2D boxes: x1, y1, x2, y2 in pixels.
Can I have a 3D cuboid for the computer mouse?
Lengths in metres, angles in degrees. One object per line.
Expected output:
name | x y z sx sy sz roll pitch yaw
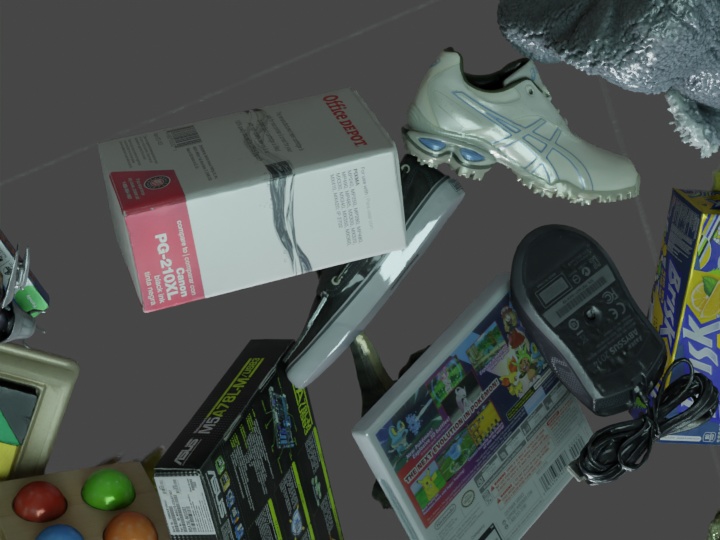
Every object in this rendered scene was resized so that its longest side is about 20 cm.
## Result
computer mouse | 0.180 0.059 1.647 0.138 0.053 0.201 -30 89 -19

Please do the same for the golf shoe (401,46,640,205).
golf shoe | 0.134 -0.110 1.593 0.199 0.078 0.098 13 101 -20

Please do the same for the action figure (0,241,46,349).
action figure | -0.315 0.012 1.463 0.199 0.069 0.131 18 93 -17

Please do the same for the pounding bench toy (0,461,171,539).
pounding bench toy | -0.178 0.233 1.598 0.199 0.124 0.157 -7 124 -24

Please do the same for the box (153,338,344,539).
box | -0.080 0.185 1.593 0.047 0.193 0.201 -3 117 21

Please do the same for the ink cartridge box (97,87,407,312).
ink cartridge box | -0.079 -0.055 1.515 0.199 0.145 0.085 -14 116 -9

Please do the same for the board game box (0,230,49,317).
board game box | -0.336 -0.019 1.503 0.135 0.034 0.201 -35 105 1

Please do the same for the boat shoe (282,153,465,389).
boat shoe | 0.000 0.000 1.601 0.057 0.069 0.200 38 89 7

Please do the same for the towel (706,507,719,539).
towel | 0.365 0.294 1.835 0.147 0.037 0.201 -1 111 -16

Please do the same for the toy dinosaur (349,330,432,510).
toy dinosaur | 0.034 0.106 1.668 0.087 0.048 0.201 -15 111 -1

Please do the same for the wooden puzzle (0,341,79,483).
wooden puzzle | -0.328 0.136 1.585 0.184 0.037 0.201 16 106 -21

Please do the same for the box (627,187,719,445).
box | 0.276 0.039 1.694 0.070 0.064 0.201 3 111 -16

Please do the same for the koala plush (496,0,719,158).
koala plush | 0.241 -0.181 1.549 0.199 0.184 0.178 29 102 -36

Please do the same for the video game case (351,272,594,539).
video game case | 0.095 0.133 1.652 0.200 0.023 0.183 -44 120 -30
